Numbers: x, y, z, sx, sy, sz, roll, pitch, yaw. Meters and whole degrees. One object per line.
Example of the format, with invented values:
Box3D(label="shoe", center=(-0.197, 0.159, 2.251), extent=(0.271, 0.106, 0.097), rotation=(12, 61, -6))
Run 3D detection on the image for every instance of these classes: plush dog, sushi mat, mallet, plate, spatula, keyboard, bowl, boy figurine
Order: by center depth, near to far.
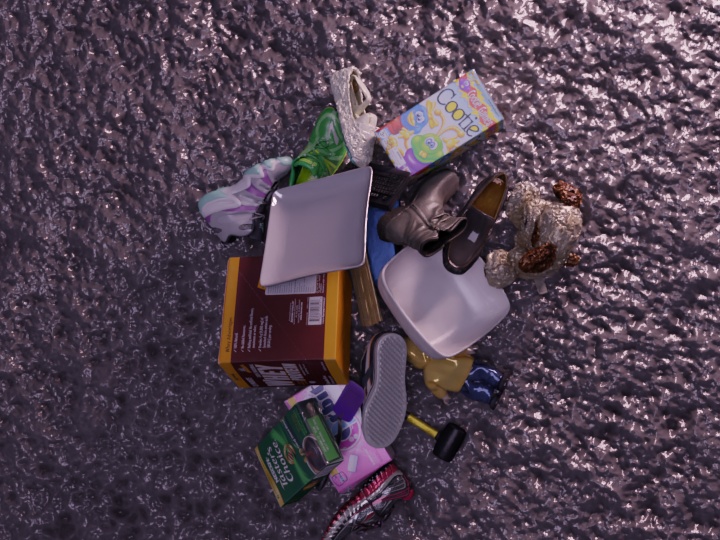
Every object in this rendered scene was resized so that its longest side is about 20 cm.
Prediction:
Box3D(label="plush dog", center=(0.312, -0.053, 1.530), extent=(0.160, 0.172, 0.200), rotation=(23, 77, -1))
Box3D(label="plate", center=(-0.069, -0.068, 1.540), extent=(0.200, 0.032, 0.200), rotation=(-12, 56, 25))
Box3D(label="bowl", center=(0.134, 0.045, 1.581), extent=(0.200, 0.075, 0.200), rotation=(-33, 84, -32))
Box3D(label="spatula", center=(-0.040, 0.291, 1.587), extent=(0.056, 0.021, 0.200), rotation=(27, 102, 48))
Box3D(label="keyboard", center=(-0.001, -0.132, 1.587), extent=(0.021, 0.200, 0.127), rotation=(36, 81, -33))
Box3D(label="boy figurine", center=(0.159, 0.176, 1.613), extent=(0.200, 0.064, 0.125), rotation=(23, 111, 11))
Box3D(label="sushi mat", center=(0.000, 0.000, 1.628), extent=(0.012, 0.096, 0.201), rotation=(-12, 87, -23))
Box3D(label="mallet", center=(0.098, 0.258, 1.637), extent=(0.200, 0.041, 0.066), rotation=(38, 96, 11))

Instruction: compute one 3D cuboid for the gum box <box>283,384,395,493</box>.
Box3D(label="gum box", center=(-0.033, 0.286, 1.639), extent=(0.113, 0.066, 0.200), rotation=(-32, 85, 6))

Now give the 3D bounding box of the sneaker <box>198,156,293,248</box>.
Box3D(label="sneaker", center=(-0.184, -0.110, 1.667), extent=(0.200, 0.078, 0.140), rotation=(-29, 87, 17))

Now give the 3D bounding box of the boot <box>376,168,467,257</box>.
Box3D(label="boot", center=(0.135, -0.093, 1.561), extent=(0.130, 0.068, 0.200), rotation=(22, 53, 42))

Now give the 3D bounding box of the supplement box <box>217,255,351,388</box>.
Box3D(label="supplement box", center=(-0.125, 0.089, 1.589), extent=(0.199, 0.133, 0.198), rotation=(-2, 65, 9))

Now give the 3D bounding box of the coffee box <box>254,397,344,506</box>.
Box3D(label="coffee box", center=(-0.110, 0.319, 1.589), extent=(0.200, 0.044, 0.123), rotation=(-49, 62, 47))

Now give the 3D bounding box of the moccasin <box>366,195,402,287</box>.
Box3D(label="moccasin", center=(0.034, -0.067, 1.633), extent=(0.080, 0.068, 0.201), rotation=(3, 93, 7))

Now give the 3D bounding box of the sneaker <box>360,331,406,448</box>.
Box3D(label="sneaker", center=(0.039, 0.205, 1.598), extent=(0.078, 0.079, 0.201), rotation=(9, 90, -17))

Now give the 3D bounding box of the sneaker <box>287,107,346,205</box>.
Box3D(label="sneaker", center=(-0.076, -0.195, 1.642), extent=(0.074, 0.084, 0.200), rotation=(21, 92, 9))

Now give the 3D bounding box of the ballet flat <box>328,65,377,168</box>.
Box3D(label="ballet flat", center=(-0.007, -0.277, 1.612), extent=(0.072, 0.072, 0.200), rotation=(-19, 68, 8))

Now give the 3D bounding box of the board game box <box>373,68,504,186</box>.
Box3D(label="board game box", center=(0.139, -0.246, 1.600), extent=(0.200, 0.105, 0.103), rotation=(-32, 86, 8))

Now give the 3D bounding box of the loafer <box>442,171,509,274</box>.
Box3D(label="loafer", center=(0.198, -0.086, 1.572), extent=(0.073, 0.072, 0.200), rotation=(25, 70, 2))

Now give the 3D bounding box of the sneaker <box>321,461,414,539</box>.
Box3D(label="sneaker", center=(0.007, 0.434, 1.625), extent=(0.075, 0.081, 0.200), rotation=(45, 95, 4))
